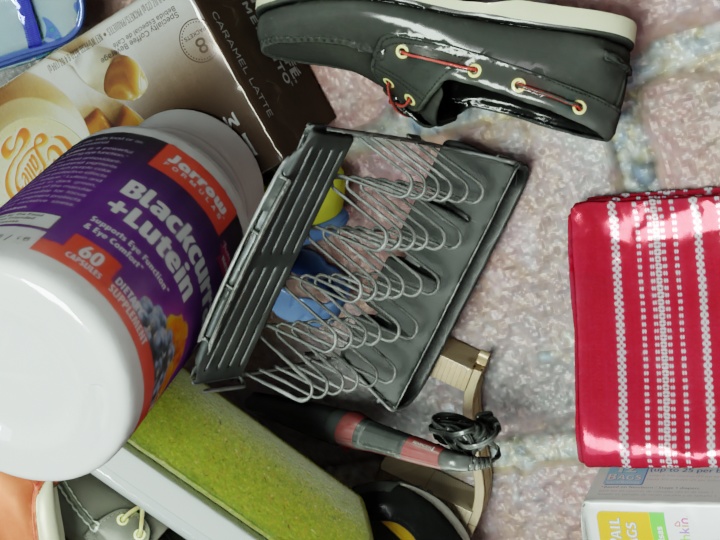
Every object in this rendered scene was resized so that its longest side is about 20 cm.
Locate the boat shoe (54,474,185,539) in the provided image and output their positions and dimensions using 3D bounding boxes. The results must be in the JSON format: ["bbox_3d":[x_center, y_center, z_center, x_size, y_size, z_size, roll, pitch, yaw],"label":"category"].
[{"bbox_3d":[-0.140,0.178,0.908,0.060,0.072,0.202,-35,98,31],"label":"boat shoe"}]

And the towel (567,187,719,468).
[{"bbox_3d":[0.200,0.025,0.689,0.199,0.022,0.146,-4,77,24],"label":"towel"}]

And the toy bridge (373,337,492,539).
[{"bbox_3d":[0.042,0.131,0.835,0.067,0.027,0.201,25,117,11],"label":"toy bridge"}]

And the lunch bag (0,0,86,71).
[{"bbox_3d":[-0.241,-0.205,0.769,0.160,0.082,0.201,-15,106,-10],"label":"lunch bag"}]

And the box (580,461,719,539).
[{"bbox_3d":[0.225,0.137,0.708,0.199,0.112,0.102,-3,110,25],"label":"box"}]

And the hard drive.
[{"bbox_3d":[-0.099,0.145,0.833,0.200,0.132,0.027,36,79,-6],"label":"hard drive"}]

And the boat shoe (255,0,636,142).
[{"bbox_3d":[0.037,-0.107,0.712,0.200,0.074,0.063,10,88,15],"label":"boat shoe"}]

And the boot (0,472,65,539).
[{"bbox_3d":[-0.234,0.104,0.858,0.107,0.075,0.201,-10,89,-4],"label":"boot"}]

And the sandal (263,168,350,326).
[{"bbox_3d":[-0.085,0.008,0.817,0.199,0.079,0.087,-17,106,29],"label":"sandal"}]

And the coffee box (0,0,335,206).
[{"bbox_3d":[-0.130,-0.082,0.796,0.199,0.080,0.115,-24,101,29],"label":"coffee box"}]

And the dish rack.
[{"bbox_3d":[0.000,0.000,0.696,0.054,0.200,0.154,30,103,23],"label":"dish rack"}]

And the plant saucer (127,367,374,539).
[{"bbox_3d":[-0.086,0.099,0.791,0.199,0.200,0.048,38,78,-18],"label":"plant saucer"}]

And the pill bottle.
[{"bbox_3d":[-0.118,-0.001,0.663,0.111,0.200,0.112,8,121,14],"label":"pill bottle"}]

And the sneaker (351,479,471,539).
[{"bbox_3d":[0.036,0.217,0.810,0.070,0.090,0.201,-9,118,15],"label":"sneaker"}]

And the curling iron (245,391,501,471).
[{"bbox_3d":[0.002,0.091,0.803,0.199,0.049,0.026,2,100,44],"label":"curling iron"}]
